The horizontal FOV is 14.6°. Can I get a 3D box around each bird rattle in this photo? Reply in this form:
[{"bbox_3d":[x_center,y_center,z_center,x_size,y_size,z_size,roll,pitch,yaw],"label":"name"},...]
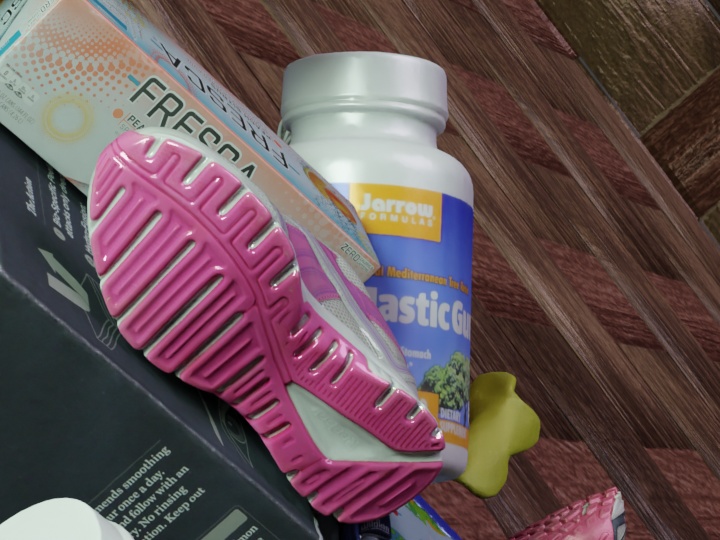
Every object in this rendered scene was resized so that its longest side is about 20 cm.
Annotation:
[{"bbox_3d":[0.005,0.058,1.572,0.200,0.112,0.164,30,39,-57],"label":"bird rattle"}]

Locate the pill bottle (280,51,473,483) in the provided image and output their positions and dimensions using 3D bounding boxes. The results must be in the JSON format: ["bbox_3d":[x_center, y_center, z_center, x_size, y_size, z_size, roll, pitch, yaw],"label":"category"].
[{"bbox_3d":[0.000,0.000,1.375,0.112,0.111,0.202,21,68,-62],"label":"pill bottle"}]

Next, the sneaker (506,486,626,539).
[{"bbox_3d":[0.113,0.181,1.551,0.075,0.080,0.200,59,-19,19],"label":"sneaker"}]

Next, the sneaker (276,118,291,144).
[{"bbox_3d":[-0.025,-0.048,1.540,0.081,0.075,0.200,21,15,7],"label":"sneaker"}]

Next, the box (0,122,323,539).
[{"bbox_3d":[-0.134,0.042,1.226,0.200,0.117,0.197,43,15,-28],"label":"box"}]

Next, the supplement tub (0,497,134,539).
[{"bbox_3d":[-0.066,0.189,1.005,0.200,0.145,0.145,42,16,-25],"label":"supplement tub"}]

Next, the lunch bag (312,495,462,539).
[{"bbox_3d":[0.036,0.193,1.439,0.200,0.082,0.161,48,12,-13],"label":"lunch bag"}]

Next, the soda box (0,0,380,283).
[{"bbox_3d":[-0.084,-0.052,1.246,0.200,0.068,0.064,42,12,-26],"label":"soda box"}]

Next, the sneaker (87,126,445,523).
[{"bbox_3d":[-0.045,0.015,1.186,0.200,0.081,0.088,52,10,-25],"label":"sneaker"}]
